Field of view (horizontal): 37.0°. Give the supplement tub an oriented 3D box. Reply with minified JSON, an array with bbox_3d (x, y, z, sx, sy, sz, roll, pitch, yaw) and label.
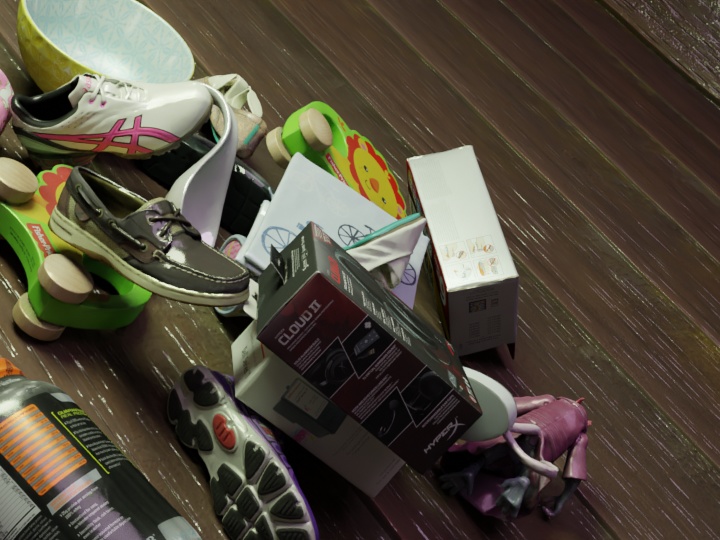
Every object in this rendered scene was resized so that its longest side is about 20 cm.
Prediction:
[{"bbox_3d":[-0.211,0.161,0.727,0.200,0.123,0.122,43,31,14],"label":"supplement tub"}]

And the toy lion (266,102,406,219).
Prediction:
[{"bbox_3d":[-0.012,-0.115,1.301,0.201,0.068,0.192,57,25,-13],"label":"toy lion"}]

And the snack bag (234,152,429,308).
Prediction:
[{"bbox_3d":[-0.022,-0.021,1.096,0.188,0.021,0.201,32,38,-12],"label":"snack bag"}]

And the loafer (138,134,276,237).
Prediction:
[{"bbox_3d":[-0.149,-0.103,1.208,0.199,0.073,0.072,36,26,0],"label":"loafer"}]

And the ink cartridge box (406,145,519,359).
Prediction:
[{"bbox_3d":[0.119,-0.010,1.264,0.083,0.176,0.201,-12,52,-2],"label":"ink cartridge box"}]

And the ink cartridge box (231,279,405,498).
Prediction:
[{"bbox_3d":[-0.049,0.099,0.954,0.200,0.067,0.117,40,8,-18],"label":"ink cartridge box"}]

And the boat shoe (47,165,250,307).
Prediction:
[{"bbox_3d":[-0.177,-0.029,0.902,0.199,0.065,0.073,23,22,17],"label":"boat shoe"}]

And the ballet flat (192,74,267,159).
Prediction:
[{"bbox_3d":[-0.155,-0.196,1.297,0.068,0.067,0.200,36,11,-39],"label":"ballet flat"}]

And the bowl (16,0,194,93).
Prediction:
[{"bbox_3d":[-0.294,-0.223,1.194,0.199,0.108,0.201,24,32,-16],"label":"bowl"}]

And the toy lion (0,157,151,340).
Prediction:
[{"bbox_3d":[-0.257,-0.026,1.013,0.191,0.069,0.200,6,41,-51],"label":"toy lion"}]

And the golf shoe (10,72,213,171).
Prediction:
[{"bbox_3d":[-0.247,-0.156,1.071,0.198,0.092,0.073,-14,56,0],"label":"golf shoe"}]

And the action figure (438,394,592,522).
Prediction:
[{"bbox_3d":[0.172,0.164,1.081,0.199,0.149,0.134,-26,60,-39],"label":"action figure"}]

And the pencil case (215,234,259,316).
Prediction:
[{"bbox_3d":[-0.055,0.021,1.111,0.199,0.084,0.091,12,24,-32],"label":"pencil case"}]

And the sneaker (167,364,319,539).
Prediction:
[{"bbox_3d":[-0.083,0.156,0.905,0.083,0.081,0.200,8,39,-49],"label":"sneaker"}]

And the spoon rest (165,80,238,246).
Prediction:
[{"bbox_3d":[-0.163,-0.102,1.118,0.099,0.060,0.202,53,37,-67],"label":"spoon rest"}]

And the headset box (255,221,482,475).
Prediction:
[{"bbox_3d":[-0.004,0.053,0.893,0.200,0.077,0.149,42,9,-15],"label":"headset box"}]

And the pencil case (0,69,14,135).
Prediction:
[{"bbox_3d":[-0.387,-0.126,0.996,0.086,0.083,0.201,12,35,-7],"label":"pencil case"}]

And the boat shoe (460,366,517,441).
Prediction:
[{"bbox_3d":[0.073,0.112,1.036,0.199,0.069,0.056,8,21,42],"label":"boat shoe"}]

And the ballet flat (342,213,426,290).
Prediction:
[{"bbox_3d":[0.000,0.000,1.035,0.069,0.070,0.199,46,41,19],"label":"ballet flat"}]
